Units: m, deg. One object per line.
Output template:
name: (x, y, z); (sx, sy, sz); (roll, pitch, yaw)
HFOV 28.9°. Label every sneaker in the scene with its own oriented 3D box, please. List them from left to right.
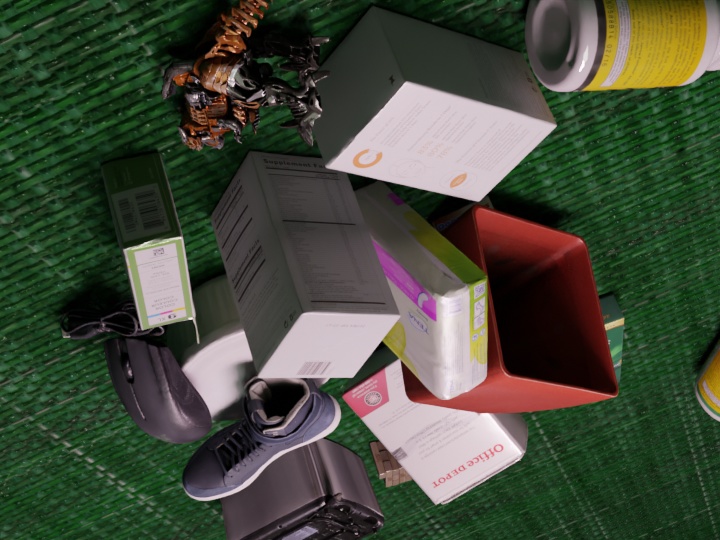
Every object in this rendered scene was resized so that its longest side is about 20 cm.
sneaker: (-0.129, 0.182, 1.560); (0.202, 0.077, 0.146); (-32, 160, 1)

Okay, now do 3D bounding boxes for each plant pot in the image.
plant pot: (0.147, 0.067, 1.593); (0.200, 0.200, 0.176); (14, 148, -42)

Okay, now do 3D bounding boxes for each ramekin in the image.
ramekin: (-0.128, 0.081, 1.582); (0.202, 0.094, 0.203); (-14, 148, -9)

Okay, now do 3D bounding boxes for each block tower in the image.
block tower: (0.115, 0.257, 2.033); (0.200, 0.054, 0.058); (-14, 148, -8)

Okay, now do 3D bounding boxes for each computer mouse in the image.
computer mouse: (-0.235, 0.120, 1.495); (0.138, 0.053, 0.200); (-7, 126, 40)

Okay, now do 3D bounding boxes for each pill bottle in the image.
pill bottle: (0.265, -0.227, 1.312); (0.200, 0.111, 0.111); (-6, 146, -22)
pill bottle: (0.572, 0.133, 2.041); (0.113, 0.113, 0.200); (-10, 147, -16)

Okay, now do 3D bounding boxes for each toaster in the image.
toaster: (-0.077, 0.332, 1.976); (0.200, 0.119, 0.181); (-31, 148, 18)

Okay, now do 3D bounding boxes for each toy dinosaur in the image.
toy dinosaur: (-0.101, -0.169, 1.221); (0.135, 0.102, 0.200); (10, 163, -14)

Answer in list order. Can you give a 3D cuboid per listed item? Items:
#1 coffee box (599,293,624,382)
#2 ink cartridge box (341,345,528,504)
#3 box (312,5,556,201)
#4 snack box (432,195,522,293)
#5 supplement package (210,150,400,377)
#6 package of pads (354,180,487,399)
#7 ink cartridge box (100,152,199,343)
coffee box: (0.298, 0.114, 1.922); (0.123, 0.044, 0.200); (-18, 149, -4)
ink cartridge box: (0.097, 0.178, 1.771); (0.146, 0.085, 0.200); (-34, 104, 22)
box: (0.065, -0.153, 1.326); (0.200, 0.098, 0.124); (9, 139, -40)
snack box: (0.150, -0.020, 1.650); (0.072, 0.024, 0.200); (-25, 149, 10)
supplement package: (-0.059, -0.006, 1.385); (0.114, 0.200, 0.110); (3, 141, -32)
package of pads: (0.054, 0.023, 1.458); (0.068, 0.200, 0.155); (-24, 134, -21)
ink cartridge box: (-0.205, -0.013, 1.384); (0.059, 0.104, 0.200); (-14, 149, -9)
